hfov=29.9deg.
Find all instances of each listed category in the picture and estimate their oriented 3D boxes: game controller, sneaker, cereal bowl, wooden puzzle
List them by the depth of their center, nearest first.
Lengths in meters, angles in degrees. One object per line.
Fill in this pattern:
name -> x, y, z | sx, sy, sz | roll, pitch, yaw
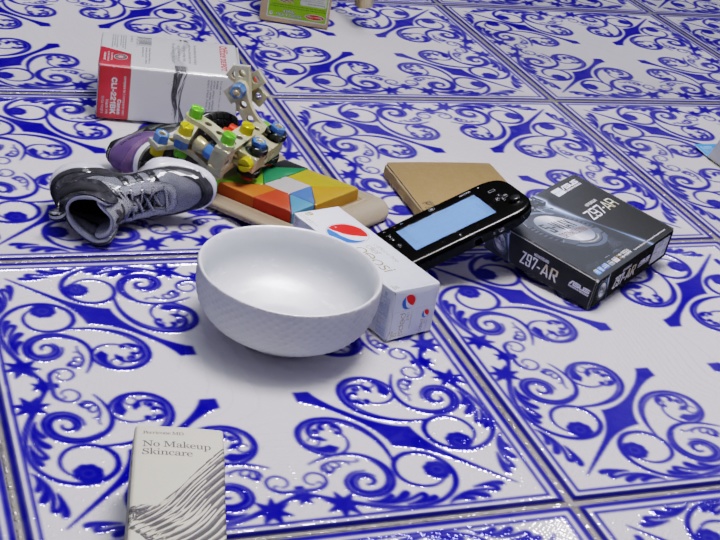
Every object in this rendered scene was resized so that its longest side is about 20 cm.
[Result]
cereal bowl -> -0.078, 0.032, 1.419 | 0.198, 0.084, 0.200 | 7, 28, -4
sneaker -> -0.268, -0.077, 1.580 | 0.198, 0.076, 0.114 | 0, 29, -6
game controller -> 0.104, -0.051, 1.614 | 0.199, 0.042, 0.104 | -25, 38, -11
wooden puzzle -> -0.090, -0.096, 1.710 | 0.199, 0.037, 0.185 | 28, 32, 30
sneaker -> -0.247, -0.175, 1.773 | 0.087, 0.076, 0.199 | 21, 29, 33

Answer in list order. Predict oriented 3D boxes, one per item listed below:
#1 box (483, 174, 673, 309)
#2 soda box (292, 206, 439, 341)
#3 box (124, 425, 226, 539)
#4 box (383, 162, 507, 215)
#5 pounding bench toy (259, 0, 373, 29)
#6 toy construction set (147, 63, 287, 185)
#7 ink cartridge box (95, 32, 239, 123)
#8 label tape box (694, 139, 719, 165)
box -> 0.276, -0.040, 1.688 | 0.160, 0.044, 0.199 | 33, 39, 27
soda box -> 0.000, 0.000, 1.527 | 0.068, 0.064, 0.200 | -11, 34, -36
box -> -0.148, 0.209, 1.073 | 0.081, 0.069, 0.200 | 4, 28, -11
box -> 0.139, -0.094, 1.797 | 0.162, 0.021, 0.200 | -1, 29, -20
pounding bench toy -> -0.074, -0.522, 2.431 | 0.198, 0.125, 0.156 | 8, 27, -4
toy construction set -> -0.168, -0.179, 1.715 | 0.131, 0.092, 0.200 | 28, 44, 8
ink cartridge box -> -0.276, -0.274, 1.935 | 0.198, 0.084, 0.145 | 4, 27, -10
label tape box -> 0.634, -0.180, 2.078 | 0.142, 0.067, 0.200 | -3, 32, -24
